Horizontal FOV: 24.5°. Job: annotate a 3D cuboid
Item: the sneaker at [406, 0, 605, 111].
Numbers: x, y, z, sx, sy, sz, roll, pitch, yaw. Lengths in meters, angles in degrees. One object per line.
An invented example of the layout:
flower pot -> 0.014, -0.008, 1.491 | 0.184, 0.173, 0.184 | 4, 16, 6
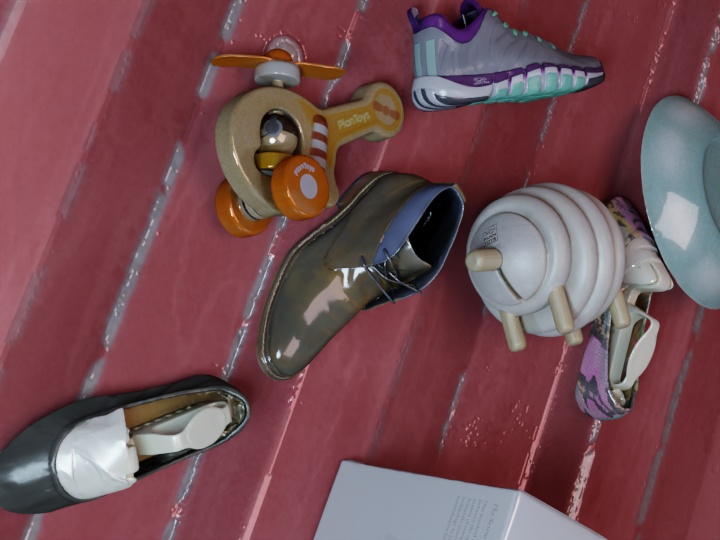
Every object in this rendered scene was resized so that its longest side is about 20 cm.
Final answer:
sneaker -> 0.125, -0.185, 1.373 | 0.199, 0.074, 0.089 | -10, 92, -38

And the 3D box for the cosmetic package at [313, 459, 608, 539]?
cosmetic package -> 0.056, 0.265, 1.240 | 0.123, 0.199, 0.201 | 31, 72, -35

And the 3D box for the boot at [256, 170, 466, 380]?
boot -> 0.000, 0.000, 1.255 | 0.075, 0.096, 0.201 | 47, 63, -29

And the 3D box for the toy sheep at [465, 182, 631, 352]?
toy sheep -> 0.152, -0.006, 1.360 | 0.199, 0.137, 0.139 | 0, 91, -55

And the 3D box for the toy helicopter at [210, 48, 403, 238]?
toy helicopter -> -0.038, -0.113, 1.253 | 0.199, 0.078, 0.133 | -24, 97, -47

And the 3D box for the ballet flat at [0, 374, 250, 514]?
ballet flat -> -0.159, 0.116, 1.145 | 0.199, 0.068, 0.069 | -22, 105, -37

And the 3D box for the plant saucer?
plant saucer -> 0.325, -0.067, 1.524 | 0.200, 0.038, 0.203 | 20, 64, -48

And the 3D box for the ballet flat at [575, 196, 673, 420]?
ballet flat -> 0.238, 0.034, 1.468 | 0.069, 0.071, 0.202 | 16, 81, -37
